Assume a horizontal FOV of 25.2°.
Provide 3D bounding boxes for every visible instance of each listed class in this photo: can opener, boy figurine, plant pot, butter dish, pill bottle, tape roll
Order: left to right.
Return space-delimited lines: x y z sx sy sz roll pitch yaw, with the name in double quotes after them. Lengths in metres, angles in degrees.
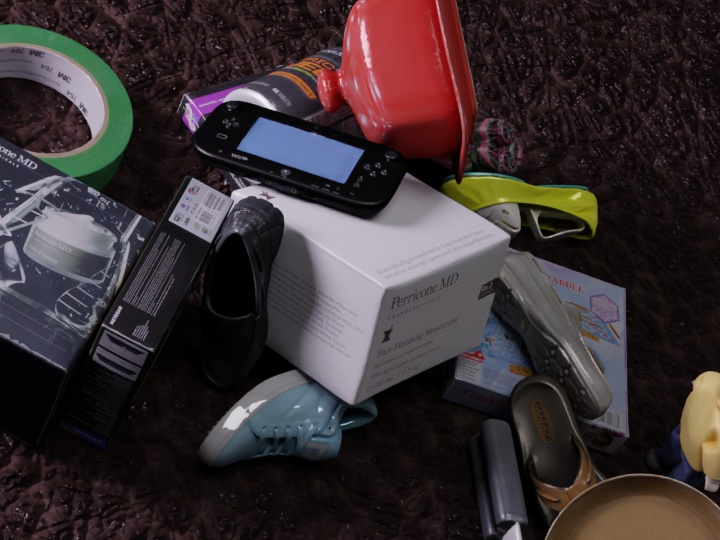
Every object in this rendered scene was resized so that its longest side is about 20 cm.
-0.327 -0.154 1.597 0.198 0.048 0.202 15 48 -17 "tape roll"
-0.045 -0.168 1.672 0.106 0.107 0.199 47 47 14 "pill bottle"
0.030 -0.188 1.579 0.146 0.200 0.202 -10 80 0 "butter dish"
0.120 0.232 1.519 0.066 0.054 0.202 10 49 -22 "can opener"
0.262 0.291 1.496 0.197 0.027 0.203 -1 80 6 "plant pot"
0.354 0.152 1.608 0.064 0.201 0.125 14 45 -16 "boy figurine"

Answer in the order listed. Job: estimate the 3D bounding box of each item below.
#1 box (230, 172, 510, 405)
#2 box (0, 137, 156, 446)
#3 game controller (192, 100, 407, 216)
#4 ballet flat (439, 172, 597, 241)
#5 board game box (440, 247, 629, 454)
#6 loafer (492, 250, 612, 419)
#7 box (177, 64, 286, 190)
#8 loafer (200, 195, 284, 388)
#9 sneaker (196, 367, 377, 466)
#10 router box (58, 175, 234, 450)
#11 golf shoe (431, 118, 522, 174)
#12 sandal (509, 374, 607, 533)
0.000 0.000 1.535 0.199 0.132 0.198 33 34 30 "box"
-0.316 0.009 1.418 0.198 0.124 0.198 29 44 -4 "box"
-0.057 -0.107 1.518 0.198 0.043 0.104 18 29 10 "game controller"
0.182 -0.066 1.792 0.198 0.067 0.068 5 65 -26 "ballet flat"
0.185 0.074 1.690 0.198 0.041 0.201 20 48 -13 "board game box"
0.198 0.060 1.632 0.069 0.070 0.201 -20 64 -28 "loafer"
-0.084 -0.122 1.711 0.142 0.036 0.201 -21 65 -38 "box"
-0.117 0.028 1.456 0.067 0.202 0.070 23 35 13 "loafer"
-0.058 0.142 1.481 0.199 0.074 0.082 -27 64 -40 "sneaker"
-0.190 0.037 1.437 0.052 0.158 0.201 27 45 -4 "router box"
0.089 -0.144 1.751 0.199 0.091 0.074 25 64 -46 "golf shoe"
0.199 0.193 1.556 0.081 0.055 0.202 -21 76 7 "sandal"
